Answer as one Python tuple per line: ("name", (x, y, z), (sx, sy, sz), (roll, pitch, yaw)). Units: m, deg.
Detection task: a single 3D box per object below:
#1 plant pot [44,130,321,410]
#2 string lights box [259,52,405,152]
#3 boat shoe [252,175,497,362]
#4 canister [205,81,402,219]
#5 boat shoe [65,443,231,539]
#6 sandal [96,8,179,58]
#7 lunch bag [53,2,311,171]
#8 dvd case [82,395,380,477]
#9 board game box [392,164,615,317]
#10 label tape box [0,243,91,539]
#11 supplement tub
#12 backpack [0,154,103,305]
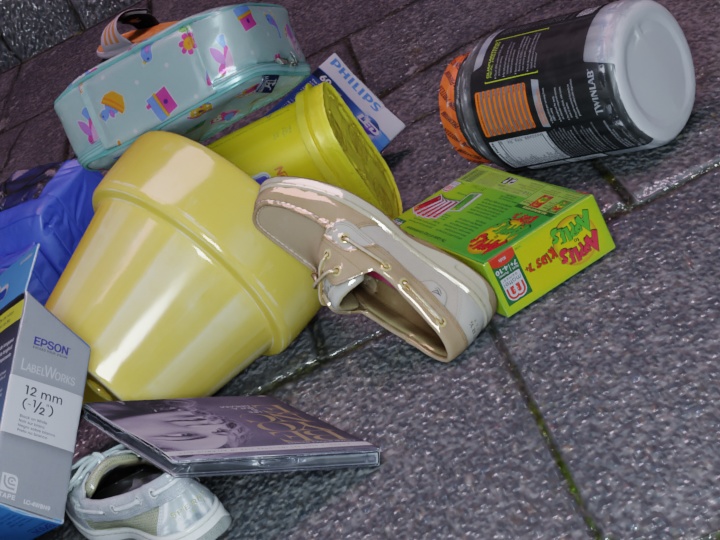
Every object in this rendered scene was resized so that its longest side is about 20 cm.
("plant pot", (-0.154, 0.026, 1.539), (0.189, 0.201, 0.200), (-52, 27, -19))
("string lights box", (-0.051, -0.112, 1.849), (0.059, 0.103, 0.200), (-44, 2, 45))
("boat shoe", (0.000, 0.000, 1.422), (0.199, 0.074, 0.069), (27, 57, 14))
("canister", (-0.083, -0.058, 1.700), (0.199, 0.149, 0.087), (-25, 39, 16))
("boat shoe", (-0.161, 0.153, 1.380), (0.074, 0.065, 0.201), (-35, 20, -22))
("sandal", (-0.343, -0.379, 3.036), (0.206, 0.060, 0.079), (-5, 28, 49))
("lunch bag", (-0.141, -0.152, 1.637), (0.199, 0.078, 0.160), (-25, -6, 20))
("dvd case", (-0.094, 0.112, 1.360), (0.147, 0.016, 0.200), (0, 8, -25))
("board game box", (0.103, -0.026, 1.517), (0.101, 0.048, 0.200), (-32, 19, -13))
("label tape box", (-0.258, 0.101, 1.444), (0.143, 0.066, 0.202), (-31, 44, 51))
("supplement tub", (0.169, -0.151, 1.637), (0.199, 0.123, 0.122), (-7, 27, 44))
("backpack", (-0.323, 0.000, 1.855), (0.199, 0.163, 0.168), (-11, 28, 38))
